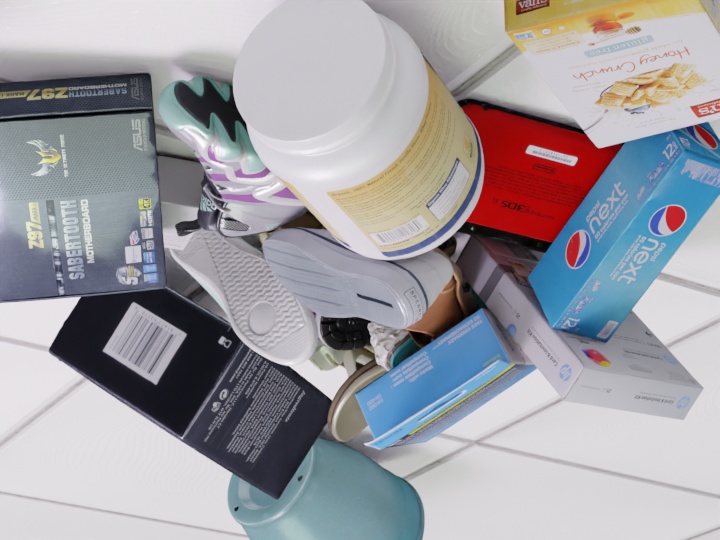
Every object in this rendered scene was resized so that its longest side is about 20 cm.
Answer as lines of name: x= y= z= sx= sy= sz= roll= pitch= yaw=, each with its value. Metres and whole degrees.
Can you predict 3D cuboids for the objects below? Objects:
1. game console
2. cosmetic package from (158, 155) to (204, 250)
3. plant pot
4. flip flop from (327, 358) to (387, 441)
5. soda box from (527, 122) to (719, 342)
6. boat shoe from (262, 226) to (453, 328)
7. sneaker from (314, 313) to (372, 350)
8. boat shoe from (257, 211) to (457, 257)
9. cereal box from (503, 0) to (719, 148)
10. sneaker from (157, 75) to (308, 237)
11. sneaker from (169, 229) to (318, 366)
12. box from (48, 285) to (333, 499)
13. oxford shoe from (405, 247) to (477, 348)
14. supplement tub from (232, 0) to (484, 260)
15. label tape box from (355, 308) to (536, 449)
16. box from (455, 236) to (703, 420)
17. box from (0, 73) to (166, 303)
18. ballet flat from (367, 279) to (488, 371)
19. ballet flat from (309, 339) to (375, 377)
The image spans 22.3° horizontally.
game console: x=0.120 y=-0.082 z=1.590 sx=0.198 sy=0.119 sz=0.173 roll=12 pitch=122 yaw=-25
cosmetic package: x=-0.235 y=-0.071 z=1.572 sx=0.198 sy=0.051 sz=0.083 roll=10 pitch=150 yaw=-20
plant pot: x=-0.056 y=0.290 z=2.205 sx=0.199 sy=0.202 sz=0.188 roll=-18 pitch=134 yaw=34
flip flop: x=0.056 y=0.113 z=1.783 sx=0.199 sy=0.058 sz=0.081 roll=-28 pitch=148 yaw=6
soda box: x=0.226 y=-0.038 z=1.529 sx=0.064 sy=0.068 sz=0.201 roll=15 pitch=124 yaw=-30
boat shoe: x=0.000 y=0.000 z=1.509 sx=0.199 sy=0.067 sz=0.074 roll=23 pitch=138 yaw=47
sneaker: x=0.018 y=0.036 z=1.808 sx=0.199 sy=0.077 sz=0.087 roll=7 pitch=-171 yaw=-39
boat shoe: x=-0.004 y=-0.031 z=1.642 sx=0.199 sy=0.074 sz=0.063 roll=17 pitch=138 yaw=-35
cereal box: x=0.211 y=-0.164 z=1.384 sx=0.143 sy=0.040 sz=0.200 roll=-12 pitch=152 yaw=25
sneaker: x=-0.116 y=-0.075 z=1.500 sx=0.199 sy=0.078 sz=0.140 roll=24 pitch=131 yaw=-40
sneaker: x=-0.079 y=0.026 z=1.660 sx=0.074 sy=0.200 sz=0.118 roll=-51 pitch=143 yaw=6
box: x=-0.160 y=0.105 z=1.769 sx=0.196 sy=0.118 sz=0.200 roll=28 pitch=172 yaw=34
oxford shoe: x=0.047 y=0.014 z=1.598 sx=0.071 sy=0.071 sz=0.200 roll=34 pitch=168 yaw=33
supplement tub: x=0.000 y=-0.108 z=1.381 sx=0.143 sy=0.146 sz=0.200 roll=-9 pitch=154 yaw=20
label tape box: x=0.075 y=0.096 z=1.641 sx=0.143 sy=0.066 sz=0.200 roll=-34 pitch=167 yaw=12
box: x=0.194 y=0.050 z=1.632 sx=0.155 sy=0.200 sz=0.041 roll=11 pitch=117 yaw=-38
box: x=-0.241 y=-0.064 z=1.490 sx=0.156 sy=0.051 sz=0.201 roll=-4 pitch=133 yaw=-6
ballet flat: x=0.092 y=0.022 z=1.735 sx=0.199 sy=0.072 sz=0.072 roll=-30 pitch=155 yaw=-6
ballet flat: x=-0.015 y=0.082 z=1.888 sx=0.067 sy=0.063 sz=0.199 roll=-23 pitch=147 yaw=39
